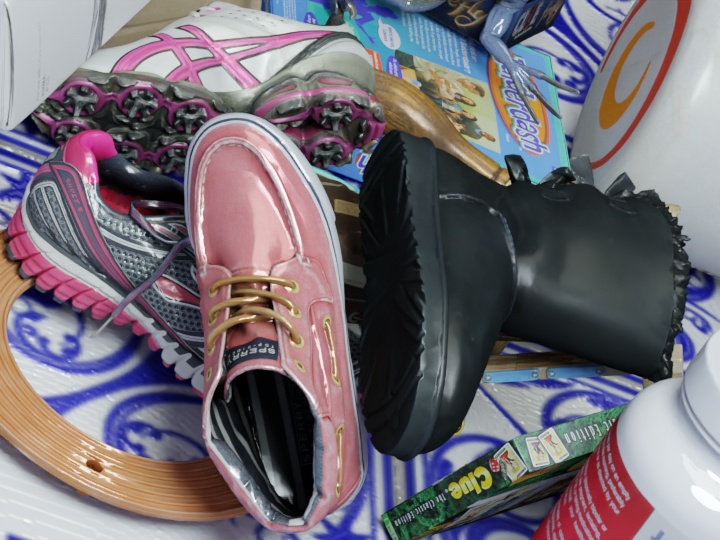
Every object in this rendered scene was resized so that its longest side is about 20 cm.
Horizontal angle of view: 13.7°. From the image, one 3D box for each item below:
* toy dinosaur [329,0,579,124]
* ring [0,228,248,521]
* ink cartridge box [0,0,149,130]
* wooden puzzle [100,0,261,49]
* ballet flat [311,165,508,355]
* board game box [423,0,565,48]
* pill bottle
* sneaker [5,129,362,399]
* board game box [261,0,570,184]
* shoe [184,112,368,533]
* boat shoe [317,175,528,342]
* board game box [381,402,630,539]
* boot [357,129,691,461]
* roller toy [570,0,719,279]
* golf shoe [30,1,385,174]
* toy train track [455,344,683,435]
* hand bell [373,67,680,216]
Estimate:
[{"bbox_3d":[0.077,-0.192,1.766,0.181,0.105,0.200,-10,56,-26],"label":"toy dinosaur"},{"bbox_3d":[-0.119,0.052,1.492,0.200,0.019,0.201,22,34,-15],"label":"ring"},{"bbox_3d":[-0.197,-0.172,1.597,0.146,0.083,0.200,19,39,18],"label":"ink cartridge box"},{"bbox_3d":[-0.156,-0.173,1.737,0.199,0.037,0.185,17,37,-12],"label":"wooden puzzle"},{"bbox_3d":[0.000,0.000,1.630,0.199,0.068,0.073,25,54,-19],"label":"ballet flat"},{"bbox_3d":[0.026,-0.206,1.880,0.200,0.035,0.135,30,19,10],"label":"board game box"},{"bbox_3d":[0.154,0.126,1.455,0.112,0.200,0.112,21,35,-16],"label":"pill bottle"},{"bbox_3d":[-0.080,0.007,1.497,0.200,0.075,0.081,29,33,-5],"label":"sneaker"},{"bbox_3d":[0.026,-0.104,1.788,0.199,0.045,0.152,20,34,-17],"label":"board game box"},{"bbox_3d":[-0.044,0.024,1.416,0.091,0.071,0.201,-32,109,-80],"label":"shoe"},{"bbox_3d":[0.020,0.005,1.569,0.202,0.075,0.075,17,39,-4],"label":"boat shoe"},{"bbox_3d":[0.112,0.096,1.548,0.200,0.105,0.024,-13,72,-46],"label":"board game box"},{"bbox_3d":[0.083,0.022,1.474,0.162,0.073,0.199,17,47,-20],"label":"boot"},{"bbox_3d":[0.223,-0.089,1.809,0.139,0.200,0.183,25,44,-12],"label":"roller toy"},{"bbox_3d":[-0.089,-0.104,1.644,0.199,0.073,0.092,1,52,-20],"label":"golf shoe"},{"bbox_3d":[0.068,0.062,1.550,0.199,0.033,0.115,-4,18,7],"label":"toy train track"},{"bbox_3d":[0.072,-0.053,1.694,0.200,0.104,0.104,37,33,0],"label":"hand bell"}]
